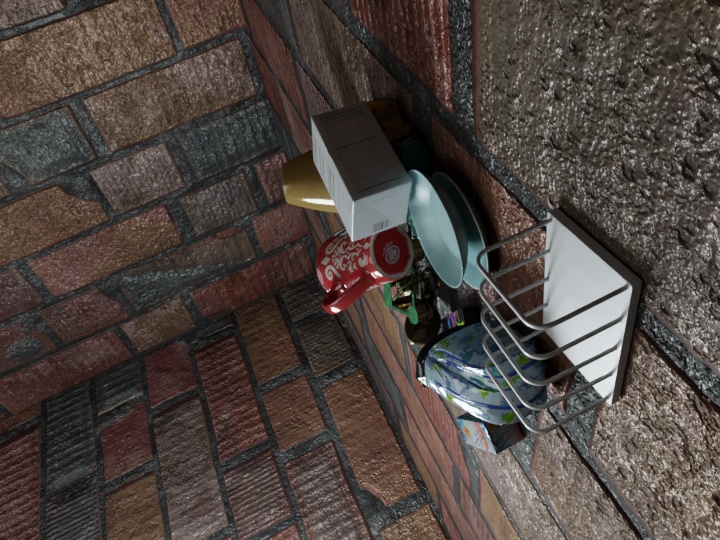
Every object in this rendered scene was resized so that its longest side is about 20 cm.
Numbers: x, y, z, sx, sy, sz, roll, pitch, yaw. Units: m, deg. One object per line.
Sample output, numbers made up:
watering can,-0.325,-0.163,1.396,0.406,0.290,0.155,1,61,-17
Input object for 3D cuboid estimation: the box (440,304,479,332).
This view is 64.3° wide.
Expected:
box,0.203,0.156,1.137,0.200,0.035,0.148,103,158,-78

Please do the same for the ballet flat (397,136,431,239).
ballet flat,0.098,-0.149,1.041,0.071,0.065,0.205,-115,7,-60

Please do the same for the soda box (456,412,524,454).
soda box,0.262,0.324,1.180,0.200,0.067,0.065,115,130,-77

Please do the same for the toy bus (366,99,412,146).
toy bus,0.035,-0.281,1.102,0.200,0.063,0.081,-134,24,-69

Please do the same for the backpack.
backpack,0.201,0.157,0.901,0.200,0.158,0.158,46,144,50

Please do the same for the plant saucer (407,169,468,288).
plant saucer,0.133,-0.074,0.939,0.201,0.038,0.207,157,91,-82

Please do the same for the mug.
mug,0.009,-0.001,1.159,0.198,0.130,0.184,-16,66,56

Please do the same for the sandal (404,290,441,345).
sandal,0.137,0.109,1.260,0.202,0.077,0.056,-79,-14,-62

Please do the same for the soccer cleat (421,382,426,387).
soccer cleat,0.156,0.188,1.197,0.201,0.065,0.084,97,179,-68

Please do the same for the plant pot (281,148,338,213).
plant pot,-0.088,-0.224,1.398,0.186,0.192,0.194,-5,-90,-87

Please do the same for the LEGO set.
LEGO set,0.124,0.004,1.212,0.152,0.113,0.208,5,106,59

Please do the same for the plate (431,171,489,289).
plate,0.167,-0.068,0.945,0.200,0.025,0.206,157,92,-81

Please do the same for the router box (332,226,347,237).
router box,0.021,-0.038,1.501,0.198,0.051,0.161,-9,-105,-63

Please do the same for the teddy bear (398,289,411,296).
teddy bear,0.095,-0.013,1.425,0.203,0.066,0.145,61,-174,35

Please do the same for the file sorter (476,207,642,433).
file sorter,0.215,0.067,0.664,0.140,0.121,0.204,-122,12,-47

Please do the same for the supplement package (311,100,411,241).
supplement package,-0.003,-0.177,1.004,0.111,0.110,0.204,94,155,-58
